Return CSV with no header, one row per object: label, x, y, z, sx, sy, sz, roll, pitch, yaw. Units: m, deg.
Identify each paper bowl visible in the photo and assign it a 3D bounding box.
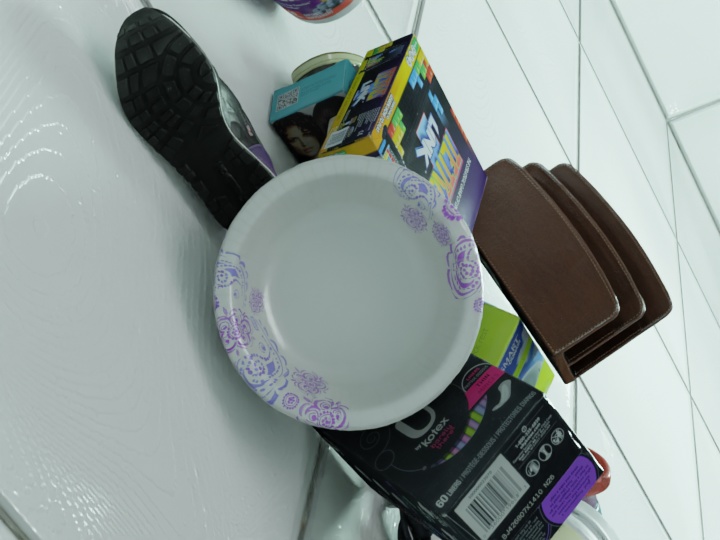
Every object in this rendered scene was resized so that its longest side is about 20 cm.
paper bowl,-0.008,0.017,1.095,0.104,0.200,0.202,64,6,-88

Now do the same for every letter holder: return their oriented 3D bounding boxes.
letter holder,0.198,-0.018,1.410,0.201,0.142,0.101,57,2,25

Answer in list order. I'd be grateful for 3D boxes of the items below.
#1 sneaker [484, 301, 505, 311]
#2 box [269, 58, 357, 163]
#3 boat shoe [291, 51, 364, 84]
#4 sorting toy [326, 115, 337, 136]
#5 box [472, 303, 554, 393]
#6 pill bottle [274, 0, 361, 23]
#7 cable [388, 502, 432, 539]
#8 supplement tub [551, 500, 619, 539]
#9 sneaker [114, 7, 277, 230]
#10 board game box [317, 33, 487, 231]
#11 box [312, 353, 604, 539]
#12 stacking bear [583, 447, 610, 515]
sneaker,0.076,0.078,1.435,0.200,0.082,0.074,-23,134,-55
box,0.001,-0.099,1.366,0.200,0.082,0.049,53,28,-35
boat shoe,-0.002,-0.156,1.425,0.201,0.071,0.066,28,40,-65
sorting toy,0.000,0.000,1.288,0.200,0.069,0.200,52,29,-35
box,0.130,0.116,1.415,0.122,0.047,0.200,-64,154,-12
pill bottle,-0.075,-0.317,1.341,0.200,0.111,0.112,28,45,-58
cable,0.087,0.237,1.317,0.200,0.051,0.164,-8,79,-68
supplement tub,0.123,0.277,1.183,0.200,0.144,0.146,-27,96,-51
sneaker,-0.129,-0.122,1.123,0.201,0.075,0.088,60,9,-31
board game box,0.044,-0.092,1.287,0.166,0.056,0.200,58,28,-25
box,0.071,0.136,1.138,0.106,0.122,0.200,49,-14,-34
stacking bear,0.186,0.279,1.409,0.114,0.121,0.201,-69,155,-75
